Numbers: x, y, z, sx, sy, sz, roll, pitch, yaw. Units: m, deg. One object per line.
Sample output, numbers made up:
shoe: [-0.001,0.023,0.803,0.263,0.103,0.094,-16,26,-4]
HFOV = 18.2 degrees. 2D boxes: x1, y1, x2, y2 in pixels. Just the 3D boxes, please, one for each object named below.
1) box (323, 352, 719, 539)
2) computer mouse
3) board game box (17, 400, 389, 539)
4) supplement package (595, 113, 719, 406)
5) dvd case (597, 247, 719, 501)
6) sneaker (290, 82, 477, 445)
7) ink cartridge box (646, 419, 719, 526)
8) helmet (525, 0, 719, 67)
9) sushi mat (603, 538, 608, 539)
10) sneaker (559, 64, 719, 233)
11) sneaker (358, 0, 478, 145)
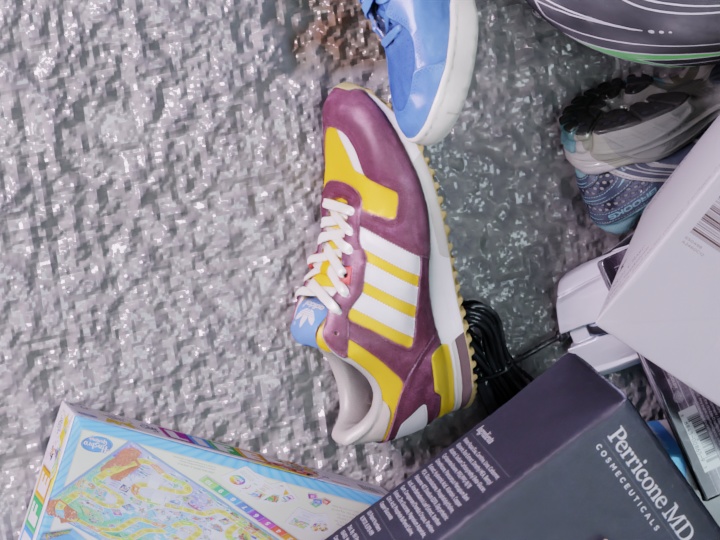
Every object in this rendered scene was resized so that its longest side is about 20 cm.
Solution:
box: [0.105,0.189,1.228,0.200,0.117,0.197,-37,103,-2]
computer mouse: [0.152,0.021,1.312,0.199,0.044,0.110,-32,108,-12]
board game box: [-0.091,0.164,1.256,0.199,0.034,0.135,18,93,-22]
supplement package: [0.246,-0.022,1.175,0.155,0.111,0.200,33,131,-2]
dvd case: [0.254,0.022,1.291,0.199,0.016,0.150,-24,88,-7]
sneaker: [0.000,0.000,1.237,0.090,0.075,0.201,-22,105,-20]
ink cartridge box: [0.245,0.144,1.333,0.198,0.067,0.117,-7,103,-5]
helmet: [0.170,-0.201,1.211,0.190,0.199,0.202,-7,103,-36]
sushi mat: [0.176,0.231,1.180,0.199,0.012,0.096,35,94,-14]
sneaker: [0.210,-0.082,1.309,0.199,0.078,0.087,-18,120,-11]
sneaker: [-0.001,-0.167,1.188,0.110,0.077,0.202,4,80,-22]
